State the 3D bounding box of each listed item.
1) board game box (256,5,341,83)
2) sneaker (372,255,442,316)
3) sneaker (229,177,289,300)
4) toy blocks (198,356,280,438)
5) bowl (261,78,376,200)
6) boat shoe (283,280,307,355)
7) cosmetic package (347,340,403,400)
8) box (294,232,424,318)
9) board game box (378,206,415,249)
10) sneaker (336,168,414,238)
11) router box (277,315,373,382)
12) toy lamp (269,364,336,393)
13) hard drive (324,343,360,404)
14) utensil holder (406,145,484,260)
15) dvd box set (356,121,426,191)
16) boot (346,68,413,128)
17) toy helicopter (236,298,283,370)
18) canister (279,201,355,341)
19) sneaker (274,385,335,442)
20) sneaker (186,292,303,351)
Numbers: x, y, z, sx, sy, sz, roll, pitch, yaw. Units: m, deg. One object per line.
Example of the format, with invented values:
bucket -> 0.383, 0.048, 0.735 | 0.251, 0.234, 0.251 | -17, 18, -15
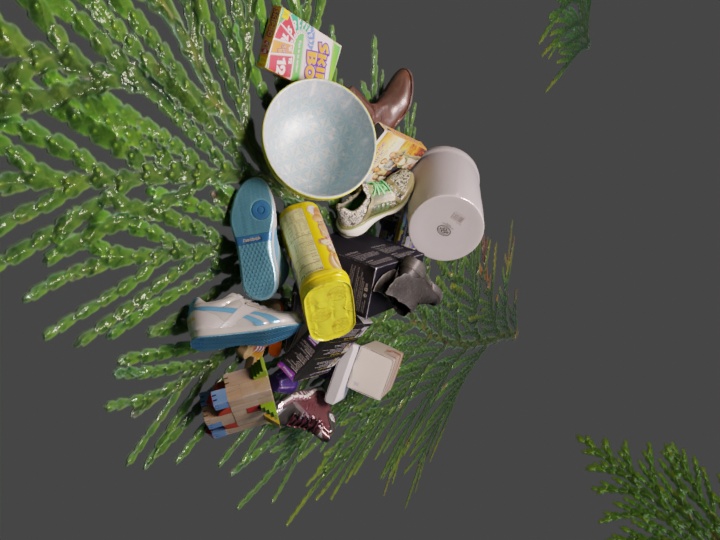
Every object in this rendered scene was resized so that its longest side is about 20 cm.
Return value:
board game box -> -0.095, -0.359, 1.170 | 0.199, 0.030, 0.097 | 5, 104, -63
sneaker -> 0.096, 0.046, 1.350 | 0.105, 0.059, 0.200 | -61, 145, -18
sneaker -> -0.170, -0.055, 1.199 | 0.131, 0.078, 0.204 | -27, 116, -84
toy blocks -> -0.222, 0.236, 1.238 | 0.134, 0.101, 0.201 | -14, 149, -9
bowl -> -0.080, -0.209, 1.182 | 0.202, 0.199, 0.108 | -60, -168, -16
boat shoe -> -0.129, 0.095, 1.356 | 0.201, 0.065, 0.070 | 113, -1, -46
cosmetic package -> 0.039, 0.234, 1.657 | 0.200, 0.086, 0.105 | 5, 106, -79
box -> 0.000, 0.000, 1.400 | 0.199, 0.180, 0.106 | -15, 122, -55
board game box -> 0.101, -0.070, 1.663 | 0.165, 0.056, 0.203 | -7, 114, -61
sneaker -> 0.029, -0.151, 1.412 | 0.199, 0.077, 0.089 | -39, 148, -11
router box -> -0.065, 0.142, 1.377 | 0.149, 0.051, 0.200 | -48, 165, 9
toy lamp -> -0.121, 0.219, 1.459 | 0.199, 0.058, 0.059 | -6, 114, -59
hard drive -> -0.035, 0.229, 1.569 | 0.200, 0.026, 0.134 | 51, 59, -81
utensil holder -> 0.176, -0.141, 1.479 | 0.201, 0.167, 0.172 | -84, 173, -53
dvd box set -> 0.043, -0.221, 1.429 | 0.147, 0.029, 0.199 | -48, 157, 18
boot -> 0.018, -0.332, 1.350 | 0.199, 0.064, 0.189 | 12, 99, -58
toy helicopter -> -0.189, 0.140, 1.298 | 0.132, 0.078, 0.203 | -37, 149, -58
canister -> -0.079, -0.003, 1.213 | 0.085, 0.202, 0.150 | -16, 140, -8
sneaker -> -0.110, 0.315, 1.463 | 0.076, 0.116, 0.199 | -43, 162, 26
sneaker -> -0.188, 0.079, 1.155 | 0.197, 0.082, 0.077 | 0, 150, -29
